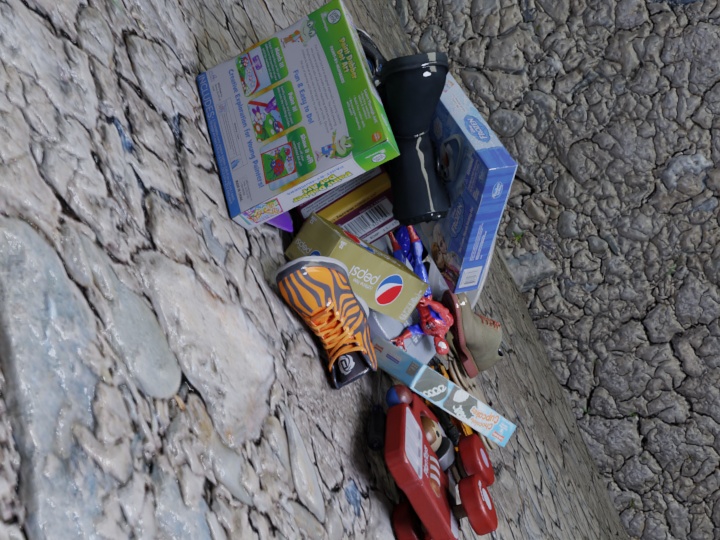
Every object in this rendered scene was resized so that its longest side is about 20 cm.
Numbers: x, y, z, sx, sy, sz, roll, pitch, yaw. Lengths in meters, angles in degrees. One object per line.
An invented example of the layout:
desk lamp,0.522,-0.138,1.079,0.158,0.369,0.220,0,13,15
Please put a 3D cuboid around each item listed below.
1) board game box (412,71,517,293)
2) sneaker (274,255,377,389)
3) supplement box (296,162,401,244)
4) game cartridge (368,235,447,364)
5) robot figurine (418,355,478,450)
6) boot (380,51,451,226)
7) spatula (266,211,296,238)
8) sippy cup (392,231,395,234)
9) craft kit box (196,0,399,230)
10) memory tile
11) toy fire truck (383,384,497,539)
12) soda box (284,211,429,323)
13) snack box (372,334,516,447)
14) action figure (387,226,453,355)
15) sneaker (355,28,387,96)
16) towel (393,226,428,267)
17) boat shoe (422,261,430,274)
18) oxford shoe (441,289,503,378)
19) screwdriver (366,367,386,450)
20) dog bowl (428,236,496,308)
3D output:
board game box,0.110,-0.113,1.099,0.202,0.043,0.201,101,-28,-44
sneaker,-0.026,0.065,1.008,0.200,0.077,0.113,43,26,-54
supplement box,-0.029,-0.134,1.173,0.103,0.130,0.202,43,21,-56
game cartridge,0.043,0.044,1.257,0.202,0.040,0.133,59,37,-8
robot figurine,0.140,0.229,1.353,0.201,0.057,0.146,56,17,-32
boot,0.068,-0.141,0.998,0.200,0.075,0.172,136,-55,-84
spatula,-0.078,-0.044,1.105,0.200,0.020,0.057,46,20,-54
sippy cup,0.034,-0.127,1.374,0.129,0.141,0.177,32,17,16
craft kit box,-0.075,-0.176,0.986,0.048,0.195,0.203,34,35,-60
memory tile,0.170,0.185,1.390,0.203,0.017,0.153,66,11,9
toy fire truck,0.079,0.225,1.044,0.170,0.111,0.201,62,15,-19
soda box,0.000,0.000,1.112,0.068,0.064,0.199,41,8,40
snack box,0.107,0.161,1.173,0.199,0.037,0.116,36,-4,-34
action figure,0.068,0.029,1.217,0.099,0.065,0.203,-22,87,-56
sneaker,0.027,-0.229,1.169,0.201,0.073,0.112,51,14,-8
towel,0.113,-0.095,1.344,0.049,0.202,0.147,32,22,17
boat shoe,0.075,0.077,1.362,0.072,0.067,0.202,56,34,-41
oxford shoe,0.168,0.082,1.304,0.201,0.074,0.071,66,1,-54
screwdriver,0.024,0.169,1.127,0.200,0.027,0.030,-80,172,-71
dog bowl,0.161,-0.027,1.358,0.200,0.058,0.204,16,89,-73
